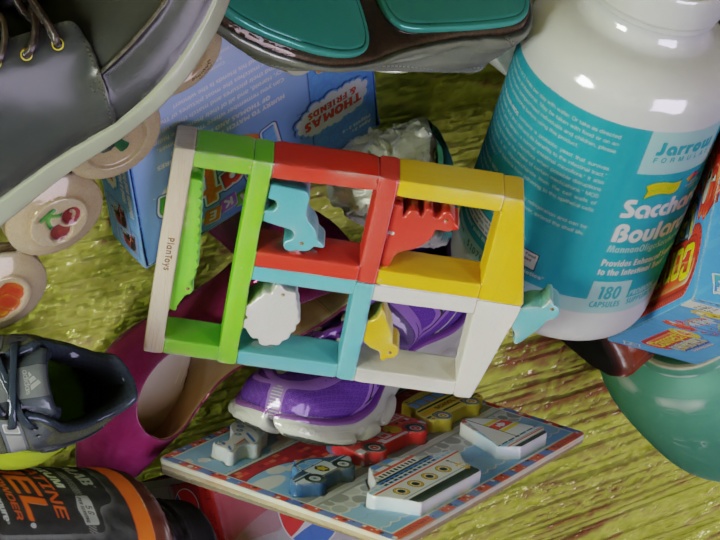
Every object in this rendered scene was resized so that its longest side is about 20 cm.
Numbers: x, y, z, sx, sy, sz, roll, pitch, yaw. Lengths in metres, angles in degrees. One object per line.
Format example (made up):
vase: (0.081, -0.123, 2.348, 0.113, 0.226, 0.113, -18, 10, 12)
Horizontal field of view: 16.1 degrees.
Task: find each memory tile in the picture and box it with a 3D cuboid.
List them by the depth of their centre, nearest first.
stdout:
memory tile: (-0.163, -0.055, 1.146, 0.153, 0.017, 0.200, 17, 119, -45)

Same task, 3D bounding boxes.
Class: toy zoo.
toy zoo: (0.000, 0.000, 1.248, 0.199, 0.021, 0.132, 8, 129, -5)

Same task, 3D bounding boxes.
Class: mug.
mug: (0.220, 0.031, 1.611, 0.152, 0.185, 0.114, -28, 147, 14)

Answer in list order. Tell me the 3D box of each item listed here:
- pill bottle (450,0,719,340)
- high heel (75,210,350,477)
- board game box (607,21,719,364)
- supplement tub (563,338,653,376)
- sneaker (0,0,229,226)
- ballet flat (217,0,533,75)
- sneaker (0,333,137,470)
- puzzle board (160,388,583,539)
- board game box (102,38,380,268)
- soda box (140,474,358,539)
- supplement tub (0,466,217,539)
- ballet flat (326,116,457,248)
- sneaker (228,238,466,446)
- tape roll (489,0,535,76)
pill bottle: (0.121, -0.071, 1.281, 0.111, 0.111, 0.200, -17, 139, -38)
high heel: (-0.073, 0.053, 1.323, 0.200, 0.096, 0.067, -55, 146, 10)
board game box: (0.198, -0.060, 1.352, 0.200, 0.056, 0.197, 131, -26, -79)
supplement tub: (0.191, -0.038, 1.511, 0.200, 0.107, 0.107, -41, 146, -10)
sneaker: (-0.144, -0.094, 1.046, 0.200, 0.075, 0.106, -43, 141, 11)
ballet flat: (-0.008, -0.114, 1.191, 0.199, 0.068, 0.064, -3, 156, -36)
sneaker: (-0.188, 0.057, 1.194, 0.081, 0.074, 0.200, -20, 172, 36)
puzzle board: (0.010, 0.094, 1.381, 0.200, 0.150, 0.017, -23, 122, -54)
board game box: (-0.063, -0.112, 1.222, 0.151, 0.037, 0.200, -32, 143, -22)
soda box: (-0.026, 0.125, 1.440, 0.200, 0.063, 0.070, -15, 92, -45)
supplement tub: (-0.168, 0.151, 1.288, 0.200, 0.107, 0.107, 4, 121, -43)
ballet flat: (0.016, -0.048, 1.333, 0.072, 0.072, 0.200, -49, 174, 0)
sneaker: (-0.006, 0.030, 1.397, 0.200, 0.080, 0.084, -39, 137, -51)
tape roll: (0.117, -0.195, 1.317, 0.202, 0.071, 0.203, -29, 143, -26)
